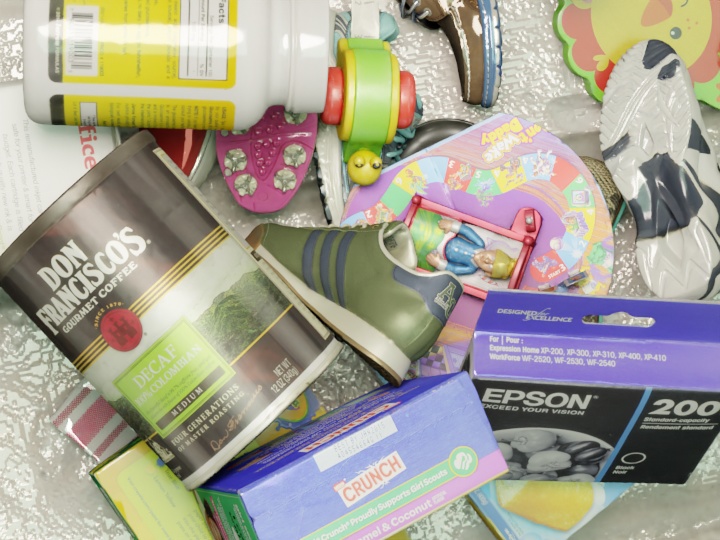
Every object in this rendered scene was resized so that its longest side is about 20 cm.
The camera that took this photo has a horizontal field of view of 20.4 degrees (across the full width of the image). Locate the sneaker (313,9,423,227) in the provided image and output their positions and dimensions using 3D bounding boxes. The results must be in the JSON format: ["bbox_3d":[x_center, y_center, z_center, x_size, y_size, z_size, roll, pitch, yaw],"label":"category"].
[{"bbox_3d":[0.007,-0.099,1.484,0.086,0.078,0.201,-9,91,2],"label":"sneaker"}]

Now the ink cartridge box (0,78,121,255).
[{"bbox_3d":[-0.269,-0.060,1.451,0.199,0.088,0.146,-10,94,-6],"label":"ink cartridge box"}]

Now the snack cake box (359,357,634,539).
[{"bbox_3d":[0.105,0.111,1.516,0.115,0.067,0.200,-38,96,-5],"label":"snack cake box"}]

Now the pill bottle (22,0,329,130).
[{"bbox_3d":[-0.123,-0.151,1.337,0.199,0.112,0.113,2,91,-6],"label":"pill bottle"}]

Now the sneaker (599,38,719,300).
[{"bbox_3d":[0.249,-0.070,1.519,0.079,0.129,0.200,-22,74,26],"label":"sneaker"}]

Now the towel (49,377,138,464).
[{"bbox_3d":[-0.114,0.128,1.505,0.200,0.030,0.146,45,85,-6],"label":"towel"}]

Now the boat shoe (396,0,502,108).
[{"bbox_3d":[0.061,-0.217,1.507,0.072,0.072,0.201,-9,83,-3],"label":"boat shoe"}]

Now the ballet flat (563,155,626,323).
[{"bbox_3d":[0.150,-0.002,1.491,0.075,0.068,0.201,21,58,-9],"label":"ballet flat"}]

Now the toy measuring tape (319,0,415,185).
[{"bbox_3d":[0.006,-0.161,1.429,0.073,0.074,0.201,2,83,-8],"label":"toy measuring tape"}]

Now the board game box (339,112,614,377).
[{"bbox_3d":[0.079,-0.017,1.422,0.199,0.039,0.159,-25,88,5],"label":"board game box"}]

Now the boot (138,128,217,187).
[{"bbox_3d":[-0.157,-0.157,1.432,0.072,0.144,0.201,3,85,31],"label":"boot"}]

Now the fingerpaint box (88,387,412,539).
[{"bbox_3d":[-0.074,0.181,1.459,0.167,0.073,0.200,-35,93,-11],"label":"fingerpaint box"}]

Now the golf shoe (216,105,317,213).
[{"bbox_3d":[-0.066,-0.143,1.451,0.075,0.092,0.201,2,111,1],"label":"golf shoe"}]

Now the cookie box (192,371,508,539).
[{"bbox_3d":[-0.013,0.139,1.334,0.171,0.200,0.075,-26,91,-14],"label":"cookie box"}]

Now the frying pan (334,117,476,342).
[{"bbox_3d":[0.036,-0.041,1.525,0.190,0.031,0.115,-31,92,-8],"label":"frying pan"}]

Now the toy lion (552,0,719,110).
[{"bbox_3d":[0.256,-0.193,1.538,0.200,0.069,0.192,41,93,-7],"label":"toy lion"}]

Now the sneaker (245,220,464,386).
[{"bbox_3d":[0.000,0.000,1.401,0.090,0.200,0.067,-47,131,-3],"label":"sneaker"}]

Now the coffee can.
[{"bbox_3d":[-0.130,0.027,1.350,0.146,0.146,0.200,-43,92,-5],"label":"coffee can"}]

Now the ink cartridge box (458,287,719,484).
[{"bbox_3d":[0.163,0.086,1.399,0.197,0.200,0.044,3,55,-9],"label":"ink cartridge box"}]
